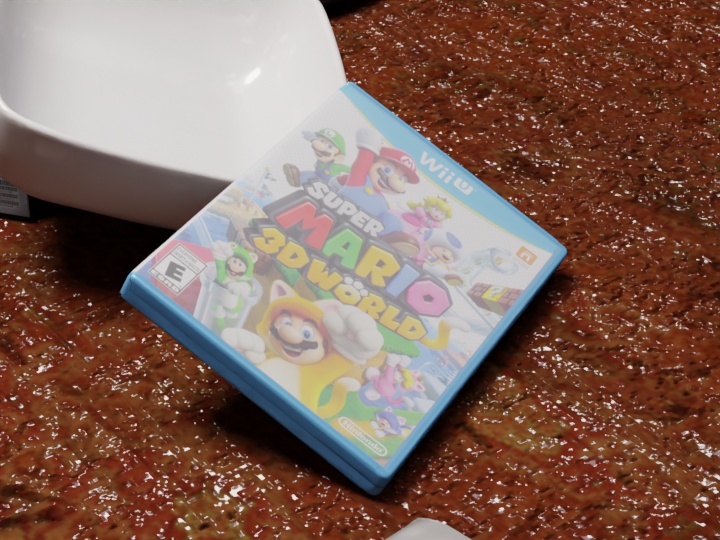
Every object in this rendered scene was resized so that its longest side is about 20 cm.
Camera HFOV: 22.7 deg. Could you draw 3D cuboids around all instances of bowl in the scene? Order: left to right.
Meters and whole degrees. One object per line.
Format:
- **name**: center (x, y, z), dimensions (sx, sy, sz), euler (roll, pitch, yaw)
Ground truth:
- **bowl**: center (-0.109, -0.093, 0.937), dimensions (0.200, 0.075, 0.200), euler (12, 39, -20)

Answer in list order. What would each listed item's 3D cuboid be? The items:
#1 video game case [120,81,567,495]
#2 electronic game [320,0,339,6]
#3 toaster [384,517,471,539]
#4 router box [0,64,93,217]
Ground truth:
- **video game case**: center (0.000, 0.000, 0.838), dimensions (0.143, 0.018, 0.200), euler (38, 43, 5)
- **electronic game**: center (-0.070, -0.226, 1.220), dimensions (0.200, 0.042, 0.200), euler (-1, 33, 1)
- **toaster**: center (0.009, 0.188, 0.519), dimensions (0.181, 0.119, 0.200), euler (-28, 42, -33)
- **router box**: center (-0.246, -0.103, 1.027), dimensions (0.200, 0.052, 0.157), euler (9, 34, 14)
